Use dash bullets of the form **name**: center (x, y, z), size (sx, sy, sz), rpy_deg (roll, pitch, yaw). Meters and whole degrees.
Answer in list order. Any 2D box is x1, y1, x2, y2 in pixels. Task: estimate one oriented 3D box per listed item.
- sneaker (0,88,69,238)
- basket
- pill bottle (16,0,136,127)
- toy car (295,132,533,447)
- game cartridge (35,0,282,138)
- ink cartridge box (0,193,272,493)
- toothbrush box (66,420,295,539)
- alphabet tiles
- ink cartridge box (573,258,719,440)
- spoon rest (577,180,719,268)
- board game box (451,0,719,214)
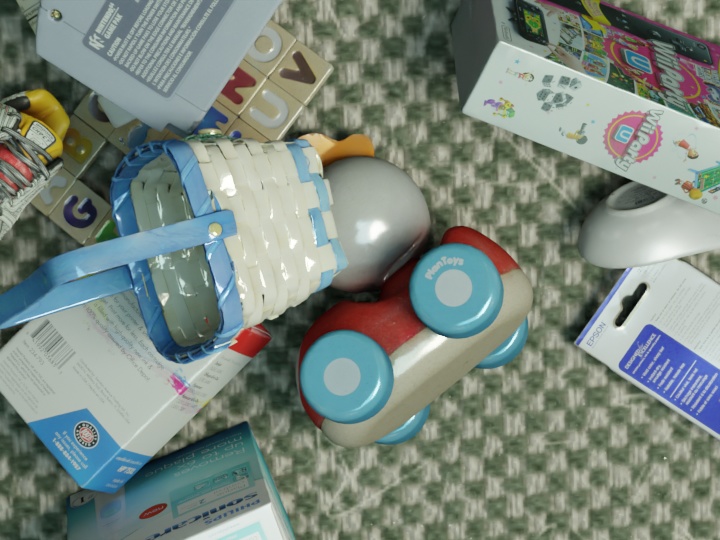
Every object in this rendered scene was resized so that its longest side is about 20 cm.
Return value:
- **sneaker**: center (-0.241, -0.069, 1.560), size (0.082, 0.200, 0.078), rpy_deg (-33, 110, 18)
- **basket**: center (-0.125, -0.009, 1.509), size (0.200, 0.176, 0.140), rpy_deg (-21, 89, -27)
- **pill bottle**: center (-0.176, -0.200, 1.581), size (0.111, 0.111, 0.200), rpy_deg (-29, 98, 0)
- **toy car**: center (0.000, 0.000, 1.655), size (0.177, 0.184, 0.200), rpy_deg (-38, 76, 3)
- **game cartridge**: center (-0.120, -0.175, 1.462), size (0.133, 0.042, 0.200), rpy_deg (36, 137, -5)
- **ink cartridge box**: center (-0.146, 0.043, 1.649), size (0.200, 0.067, 0.116), rpy_deg (-44, 73, 4)
- **toothbrush box**: center (-0.120, 0.192, 1.642), size (0.146, 0.200, 0.086), rpy_deg (-23, 105, -1)
- **alphabet tiles**: center (-0.115, -0.086, 1.628), size (0.167, 0.008, 0.200), rpy_deg (37, 89, 17)
- **ink cartridge box**: center (0.258, 0.064, 1.747), size (0.200, 0.037, 0.095), rpy_deg (33, 98, -16)
- **spoon rest**: center (0.248, -0.043, 1.677), size (0.199, 0.099, 0.061), rpy_deg (-18, 114, 10)
- **board game box**: center (0.166, -0.127, 1.628), size (0.199, 0.148, 0.064), rpy_deg (20, 118, -13)
